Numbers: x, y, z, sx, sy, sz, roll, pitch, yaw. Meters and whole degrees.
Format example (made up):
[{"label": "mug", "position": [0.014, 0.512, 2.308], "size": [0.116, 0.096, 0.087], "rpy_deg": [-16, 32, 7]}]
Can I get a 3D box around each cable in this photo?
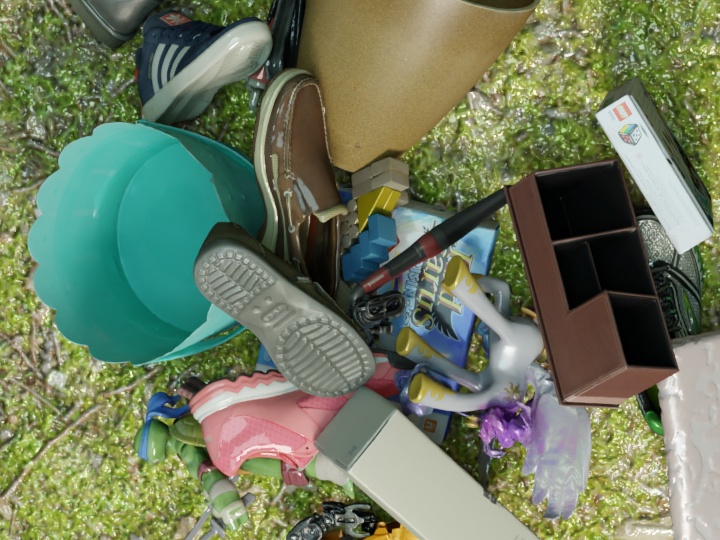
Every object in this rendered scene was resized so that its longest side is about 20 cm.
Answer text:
[{"label": "cable", "position": [-0.071, -0.234, 1.573], "size": [0.050, 0.097, 0.202], "rpy_deg": [6, 99, 5]}]

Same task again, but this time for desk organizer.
[{"label": "desk organizer", "position": [0.190, 0.006, 1.521], "size": [0.077, 0.071, 0.201], "rpy_deg": [-34, 60, 43]}]

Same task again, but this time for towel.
[{"label": "towel", "position": [0.340, 0.141, 1.553], "size": [0.190, 0.032, 0.202], "rpy_deg": [-11, 99, -19]}]

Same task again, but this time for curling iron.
[{"label": "curling iron", "position": [0.061, -0.014, 1.548], "size": [0.025, 0.200, 0.050], "rpy_deg": [16, 138, 46]}]

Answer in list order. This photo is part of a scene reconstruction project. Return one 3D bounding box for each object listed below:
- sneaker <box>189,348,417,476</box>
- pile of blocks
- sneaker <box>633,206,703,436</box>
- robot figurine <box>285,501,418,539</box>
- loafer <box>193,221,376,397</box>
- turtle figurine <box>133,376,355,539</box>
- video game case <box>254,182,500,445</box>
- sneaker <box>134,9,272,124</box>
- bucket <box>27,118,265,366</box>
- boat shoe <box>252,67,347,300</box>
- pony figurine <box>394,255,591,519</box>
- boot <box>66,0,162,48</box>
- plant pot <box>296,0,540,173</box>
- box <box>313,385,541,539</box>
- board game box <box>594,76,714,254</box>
[{"label": "sneaker", "position": [-0.042, 0.125, 1.562], "size": [0.199, 0.074, 0.087], "rpy_deg": [-12, 75, -11]}, {"label": "pile of blocks", "position": [0.000, 0.000, 1.564], "size": [0.082, 0.062, 0.201], "rpy_deg": [48, 113, 41]}, {"label": "sneaker", "position": [0.260, 0.044, 1.565], "size": [0.077, 0.085, 0.201], "rpy_deg": [-10, 96, 11]}, {"label": "robot figurine", "position": [0.031, 0.267, 1.654], "size": [0.199, 0.058, 0.146], "rpy_deg": [-11, 96, 11]}, {"label": "loafer", "position": [-0.057, 0.026, 1.480], "size": [0.075, 0.070, 0.200], "rpy_deg": [-31, 126, 17]}, {"label": "turtle figurine", "position": [-0.101, 0.200, 1.622], "size": [0.192, 0.144, 0.201], "rpy_deg": [-3, 64, 0]}, {"label": "video game case", "position": [0.012, 0.034, 1.627], "size": [0.180, 0.045, 0.201], "rpy_deg": [14, 101, 6]}, {"label": "sneaker", "position": [-0.144, -0.190, 1.561], "size": [0.200, 0.075, 0.085], "rpy_deg": [-27, 80, 55]}, {"label": "bucket", "position": [-0.168, -0.026, 1.582], "size": [0.206, 0.135, 0.209], "rpy_deg": [2, 95, 24]}, {"label": "boat shoe", "position": [-0.039, -0.063, 1.501], "size": [0.075, 0.075, 0.204], "rpy_deg": [22, 125, 35]}, {"label": "pony figurine", "position": [0.125, 0.097, 1.554], "size": [0.199, 0.166, 0.194], "rpy_deg": [20, 85, -30]}, {"label": "boot", "position": [-0.188, -0.309, 1.579], "size": [0.200, 0.073, 0.182], "rpy_deg": [-36, 105, 28]}, {"label": "plant pot", "position": [0.022, -0.188, 1.536], "size": [0.186, 0.186, 0.201], "rpy_deg": [32, 120, 3]}, {"label": "box", "position": [0.059, 0.188, 1.538], "size": [0.068, 0.082, 0.200], "rpy_deg": [-49, 117, -7]}, {"label": "board game box", "position": [0.240, -0.090, 1.488], "size": [0.034, 0.200, 0.127], "rpy_deg": [-31, 93, 14]}]
